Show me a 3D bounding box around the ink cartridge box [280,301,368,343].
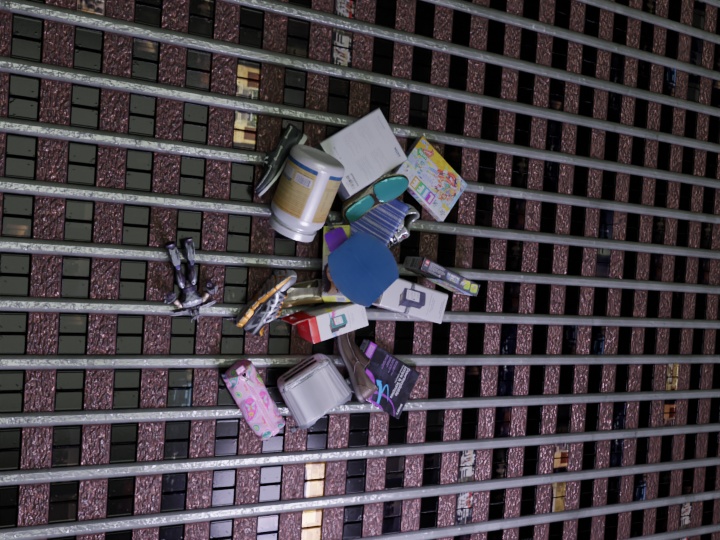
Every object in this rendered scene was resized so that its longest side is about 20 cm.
[{"bbox_3d":[-0.093,0.131,1.643,0.196,0.116,0.069,-16,100,-22],"label":"ink cartridge box"}]

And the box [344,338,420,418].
[{"bbox_3d":[0.057,0.300,1.765,0.198,0.036,0.145,33,79,-23],"label":"box"}]

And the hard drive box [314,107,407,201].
[{"bbox_3d":[0.000,-0.303,1.674,0.198,0.077,0.158,-33,96,-19],"label":"hard drive box"}]

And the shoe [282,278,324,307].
[{"bbox_3d":[-0.125,0.052,1.649,0.196,0.070,0.055,-10,105,-22],"label":"shoe"}]

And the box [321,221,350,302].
[{"bbox_3d":[-0.060,-0.023,1.632,0.073,0.050,0.205,-3,68,4],"label":"box"}]

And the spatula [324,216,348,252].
[{"bbox_3d":[-0.085,-0.132,1.638,0.056,0.021,0.203,-24,68,-5],"label":"spatula"}]

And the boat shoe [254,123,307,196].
[{"bbox_3d":[-0.211,-0.276,1.596,0.060,0.075,0.202,39,69,-18],"label":"boat shoe"}]

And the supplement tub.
[{"bbox_3d":[-0.135,-0.188,1.566,0.142,0.145,0.203,16,110,-24],"label":"supplement tub"}]

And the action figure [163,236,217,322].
[{"bbox_3d":[-0.412,0.028,1.518,0.128,0.069,0.205,-18,104,-32],"label":"action figure"}]

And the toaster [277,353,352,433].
[{"bbox_3d":[-0.128,0.307,1.639,0.198,0.113,0.131,-31,101,-10],"label":"toaster"}]

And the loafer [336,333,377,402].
[{"bbox_3d":[-0.007,0.241,1.685,0.070,0.073,0.204,-21,80,1],"label":"loafer"}]

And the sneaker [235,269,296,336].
[{"bbox_3d":[-0.221,0.079,1.583,0.077,0.079,0.200,40,105,-19],"label":"sneaker"}]

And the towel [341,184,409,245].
[{"bbox_3d":[0.024,-0.121,1.698,0.143,0.024,0.202,30,80,14],"label":"towel"}]

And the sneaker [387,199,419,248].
[{"bbox_3d":[0.083,-0.100,1.721,0.201,0.088,0.074,-52,138,-11],"label":"sneaker"}]

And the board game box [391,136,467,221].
[{"bbox_3d":[0.196,-0.256,1.802,0.199,0.034,0.136,41,76,-21],"label":"board game box"}]

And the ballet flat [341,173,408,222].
[{"bbox_3d":[0.033,-0.198,1.675,0.198,0.071,0.071,-33,106,-2],"label":"ballet flat"}]

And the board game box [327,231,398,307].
[{"bbox_3d":[0.000,0.000,1.591,0.158,0.039,0.200,48,53,0],"label":"board game box"}]

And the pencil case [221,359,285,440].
[{"bbox_3d":[-0.265,0.320,1.591,0.087,0.087,0.203,-31,105,-20],"label":"pencil case"}]

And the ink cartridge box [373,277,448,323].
[{"bbox_3d":[0.112,0.071,1.719,0.196,0.144,0.086,18,85,-24],"label":"ink cartridge box"}]

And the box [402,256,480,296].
[{"bbox_3d":[0.225,0.015,1.788,0.197,0.110,0.035,25,83,-23],"label":"box"}]
